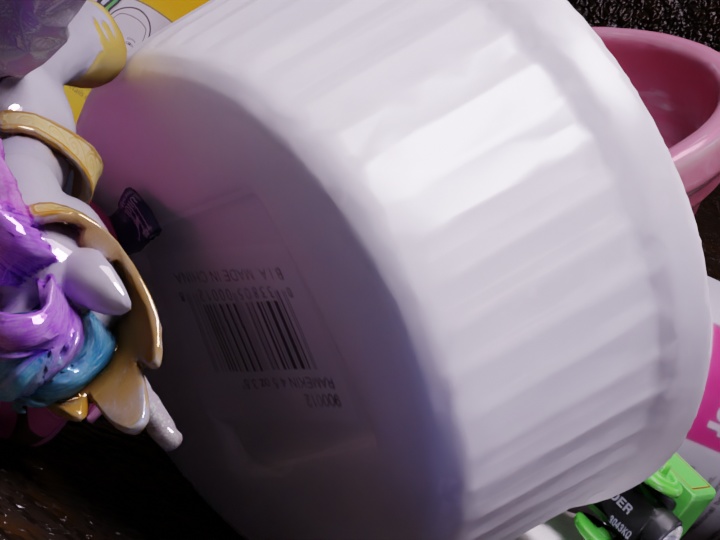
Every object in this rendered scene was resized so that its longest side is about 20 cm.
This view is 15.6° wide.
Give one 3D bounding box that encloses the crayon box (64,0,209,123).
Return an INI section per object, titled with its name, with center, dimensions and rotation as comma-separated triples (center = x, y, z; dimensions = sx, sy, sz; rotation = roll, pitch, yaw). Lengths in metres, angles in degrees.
[crayon box]
center = -0.116, -0.101, 0.890
dimensions = 0.200, 0.119, 0.058
rotation = 14, 18, -30

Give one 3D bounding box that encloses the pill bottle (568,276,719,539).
[pill bottle]
center = 0.139, 0.062, 1.087
dimensions = 0.200, 0.114, 0.113
rotation = 23, 11, -24

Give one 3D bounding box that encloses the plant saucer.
[plant saucer]
center = 0.056, -0.041, 1.044
dimensions = 0.200, 0.051, 0.201
rotation = -9, 24, 4

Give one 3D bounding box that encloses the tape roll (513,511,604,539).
[tape roll]
center = 0.118, 0.140, 0.849
dimensions = 0.202, 0.037, 0.203
rotation = 26, 9, -5

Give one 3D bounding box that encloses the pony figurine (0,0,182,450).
[pony figurine]
center = -0.105, -0.065, 0.632
dimensions = 0.193, 0.166, 0.200
rotation = 59, 3, -30

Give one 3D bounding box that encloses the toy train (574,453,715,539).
[toy train]
center = 0.042, 0.024, 0.906
dimensions = 0.200, 0.042, 0.056
rotation = 45, 18, 21

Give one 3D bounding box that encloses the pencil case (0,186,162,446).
[pencil case]
center = -0.161, -0.011, 0.737
dimensions = 0.200, 0.091, 0.094
rotation = 18, 24, -35

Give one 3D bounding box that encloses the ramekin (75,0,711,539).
[ramekin]
center = 0.000, 0.000, 0.794
dimensions = 0.098, 0.201, 0.200
rotation = -29, 47, -33
